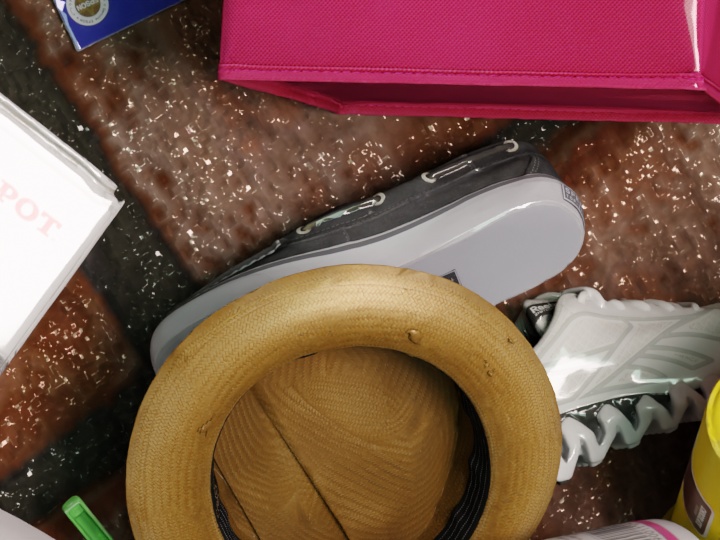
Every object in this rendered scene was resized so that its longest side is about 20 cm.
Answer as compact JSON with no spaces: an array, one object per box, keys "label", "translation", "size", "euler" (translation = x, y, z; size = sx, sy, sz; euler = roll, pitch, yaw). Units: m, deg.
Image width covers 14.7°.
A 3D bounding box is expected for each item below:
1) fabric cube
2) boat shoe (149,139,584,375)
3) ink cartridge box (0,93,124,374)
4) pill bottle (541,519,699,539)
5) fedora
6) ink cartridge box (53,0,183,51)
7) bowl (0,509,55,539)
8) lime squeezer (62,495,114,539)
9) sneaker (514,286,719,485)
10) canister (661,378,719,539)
[{"label":"fabric cube","translation":[0.063,-0.166,1.141],"size":[0.195,0.200,0.201],"euler":[1,90,13]},{"label":"boat shoe","translation":[0.000,0.000,1.227],"size":[0.199,0.057,0.069],"euler":[-20,135,-4]},{"label":"ink cartridge box","translation":[-0.215,0.005,1.141],"size":[0.145,0.085,0.200],"euler":[38,82,-15]},{"label":"pill bottle","translation":[0.050,0.174,1.148],"size":[0.199,0.113,0.114],"euler":[-9,93,-24]},{"label":"fedora","translation":[-0.011,0.067,1.185],"size":[0.199,0.082,0.202],"euler":[-7,125,-10]},{"label":"ink cartridge box","translation":[-0.121,-0.205,1.200],"size":[0.094,0.037,0.201],"euler":[-27,100,-16]},{"label":"bowl","translation":[-0.186,0.190,1.105],"size":[0.200,0.075,0.200],"euler":[31,91,-41]},{"label":"lime squeezer","translation":[-0.064,0.180,1.202],"size":[0.038,0.071,0.200],"euler":[-39,86,11]},{"label":"sneaker","translation":[0.118,0.039,1.262],"size":[0.199,0.075,0.082],"euler":[-21,88,-17]},{"label":"canister","translation":[0.201,0.081,1.210],"size":[0.148,0.200,0.087],"euler":[-39,71,-16]}]
